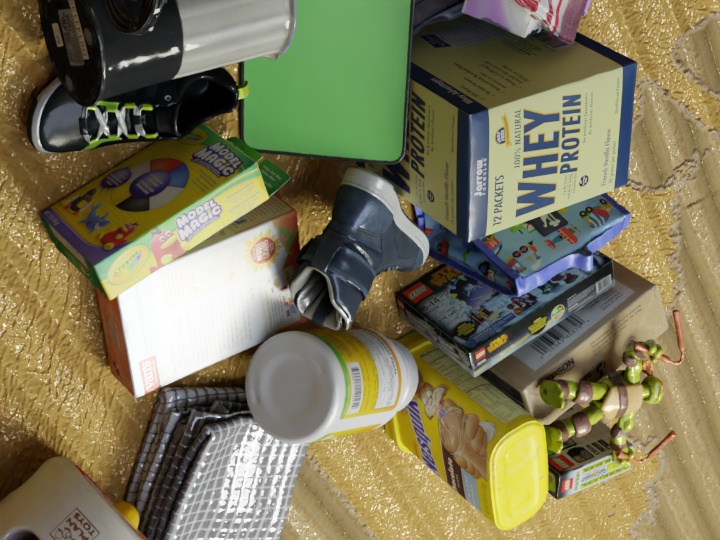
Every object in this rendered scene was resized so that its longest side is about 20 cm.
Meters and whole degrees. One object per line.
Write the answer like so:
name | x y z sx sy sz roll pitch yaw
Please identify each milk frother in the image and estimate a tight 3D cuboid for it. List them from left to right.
milk frother | -0.139 -0.227 1.282 0.188 0.200 0.181 -20 123 -29

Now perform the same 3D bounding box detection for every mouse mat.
mouse mat | -0.032 -0.193 1.451 0.160 0.008 0.201 6 119 5

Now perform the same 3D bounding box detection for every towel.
towel | -0.146 0.221 1.632 0.165 0.086 0.201 5 112 -41
towel | 0.187 -0.291 1.410 0.145 0.023 0.200 -66 159 3

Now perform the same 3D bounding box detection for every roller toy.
roller toy | -0.265 0.275 1.496 0.140 0.200 0.183 -43 121 -10

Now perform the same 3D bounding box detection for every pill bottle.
pill bottle | -0.021 0.114 1.624 0.200 0.111 0.111 0 118 -61

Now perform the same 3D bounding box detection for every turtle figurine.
turtle figurine | 0.268 0.129 1.687 0.161 0.064 0.201 -10 126 -25

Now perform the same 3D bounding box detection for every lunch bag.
lunch bag | 0.170 -0.046 1.638 0.150 0.200 0.094 -29 131 -22

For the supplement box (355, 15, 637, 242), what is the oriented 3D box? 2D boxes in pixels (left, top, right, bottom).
supplement box | 0.127 -0.152 1.538 0.199 0.200 0.135 -20 126 -27

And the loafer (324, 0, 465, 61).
loafer | 0.037 -0.256 1.507 0.200 0.072 0.063 -26 111 -29

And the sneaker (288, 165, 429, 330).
sneaker | -0.002 -0.001 1.573 0.147 0.077 0.202 -66 155 -12

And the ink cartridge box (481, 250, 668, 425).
ink cartridge box | 0.214 0.063 1.766 0.200 0.165 0.075 -37 131 -16

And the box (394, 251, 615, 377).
box | 0.157 0.021 1.714 0.200 0.137 0.040 -32 132 -20

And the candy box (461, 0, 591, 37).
candy box | 0.184 -0.322 1.507 0.200 0.071 0.168 -30 141 -62

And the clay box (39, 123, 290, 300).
clay box | -0.173 -0.065 1.412 0.200 0.115 0.048 -35 132 -17

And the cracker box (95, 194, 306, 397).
cracker box | -0.152 0.021 1.522 0.199 0.058 0.134 -23 128 -27

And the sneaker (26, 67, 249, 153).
sneaker | -0.190 -0.146 1.371 0.199 0.083 0.072 -23 128 -27

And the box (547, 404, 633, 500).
box | 0.204 0.178 1.804 0.110 0.200 0.035 -17 125 -29

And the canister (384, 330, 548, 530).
canister | 0.113 0.174 1.728 0.086 0.200 0.149 -27 130 -24
